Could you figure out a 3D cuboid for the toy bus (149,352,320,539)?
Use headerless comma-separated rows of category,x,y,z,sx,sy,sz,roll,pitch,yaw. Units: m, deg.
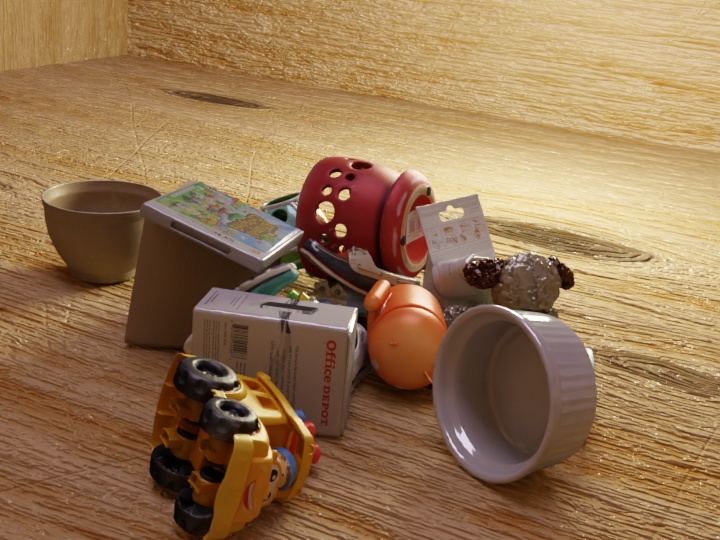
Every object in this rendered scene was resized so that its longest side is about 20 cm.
toy bus,-0.116,0.193,1.067,0.189,0.138,0.200,12,16,-32

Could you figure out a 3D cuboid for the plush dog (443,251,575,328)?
plush dog,0.229,0.056,1.430,0.196,0.175,0.161,-1,20,-19

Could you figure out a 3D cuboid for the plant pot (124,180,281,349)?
plant pot,-0.219,0.008,1.456,0.174,0.204,0.200,17,20,4

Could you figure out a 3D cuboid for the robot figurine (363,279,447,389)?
robot figurine,0.063,0.090,1.360,0.114,0.147,0.200,-2,17,0

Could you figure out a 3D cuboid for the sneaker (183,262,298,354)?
sneaker,-0.147,0.068,1.307,0.080,0.200,0.077,48,16,12

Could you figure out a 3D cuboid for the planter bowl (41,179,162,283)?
planter bowl,-0.431,-0.060,1.651,0.196,0.138,0.201,4,19,-1

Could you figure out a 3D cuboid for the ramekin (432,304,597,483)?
ramekin,0.184,0.142,1.160,0.096,0.205,0.199,0,19,-37

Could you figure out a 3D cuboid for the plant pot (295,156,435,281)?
plant pot,0.016,-0.074,1.586,0.179,0.205,0.200,11,20,27

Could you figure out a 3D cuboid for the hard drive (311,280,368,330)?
hard drive,0.023,0.060,1.583,0.196,0.034,0.139,13,21,21

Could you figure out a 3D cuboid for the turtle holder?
turtle holder,-0.133,-0.058,1.706,0.183,0.134,0.141,-6,19,37

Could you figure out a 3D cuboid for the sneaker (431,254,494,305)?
sneaker,0.203,0.021,1.520,0.198,0.072,0.080,12,-26,-41

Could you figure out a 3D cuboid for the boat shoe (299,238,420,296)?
boat shoe,0.000,0.000,1.470,0.198,0.063,0.071,30,2,-19

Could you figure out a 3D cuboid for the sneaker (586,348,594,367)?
sneaker,0.271,0.153,1.322,0.079,0.078,0.200,7,18,11

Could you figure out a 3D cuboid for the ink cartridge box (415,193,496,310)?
ink cartridge box,0.155,-0.009,1.572,0.159,0.204,0.050,-15,-6,-44

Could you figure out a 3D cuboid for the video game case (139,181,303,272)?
video game case,-0.186,-0.065,1.361,0.179,0.022,0.200,26,17,6

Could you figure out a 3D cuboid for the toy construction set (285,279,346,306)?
toy construction set,-0.087,0.067,1.395,0.092,0.132,0.200,38,15,2

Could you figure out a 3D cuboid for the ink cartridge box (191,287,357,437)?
ink cartridge box,-0.106,0.114,1.231,0.196,0.147,0.084,8,19,8

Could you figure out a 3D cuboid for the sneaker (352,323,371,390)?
sneaker,-0.018,0.105,1.365,0.075,0.082,0.200,12,19,4
